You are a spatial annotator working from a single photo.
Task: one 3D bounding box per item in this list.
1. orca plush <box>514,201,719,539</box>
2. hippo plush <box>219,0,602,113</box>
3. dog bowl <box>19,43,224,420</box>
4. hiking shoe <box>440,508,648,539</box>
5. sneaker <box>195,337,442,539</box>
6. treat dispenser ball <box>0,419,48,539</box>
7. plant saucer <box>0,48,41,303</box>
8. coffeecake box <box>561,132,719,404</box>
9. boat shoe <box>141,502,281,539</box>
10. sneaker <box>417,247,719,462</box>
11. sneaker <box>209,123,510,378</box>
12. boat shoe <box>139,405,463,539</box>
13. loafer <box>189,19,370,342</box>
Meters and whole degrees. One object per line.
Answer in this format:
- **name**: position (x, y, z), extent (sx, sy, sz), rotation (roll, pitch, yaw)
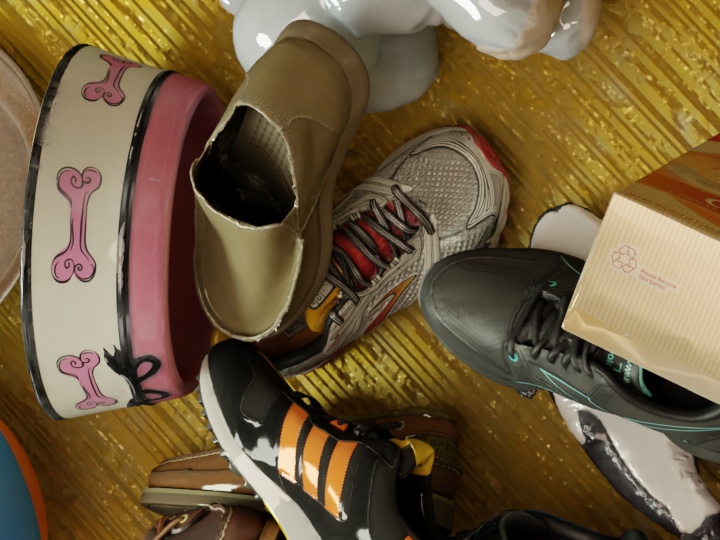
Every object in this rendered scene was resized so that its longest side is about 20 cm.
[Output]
- **orca plush**: position (0.147, 0.062, 1.401), extent (0.105, 0.071, 0.200), rotation (-39, 73, 0)
- **hippo plush**: position (0.015, -0.130, 1.353), extent (0.161, 0.200, 0.159), rotation (-50, 59, 31)
- **dog bowl**: position (-0.119, -0.018, 1.426), extent (0.074, 0.200, 0.200), rotation (4, 103, 8)
- **hiking shoe**: position (0.067, 0.152, 1.388), extent (0.200, 0.074, 0.087), rotation (5, 128, 19)
- **sneaker**: position (-0.005, 0.101, 1.370), extent (0.090, 0.070, 0.200), rotation (-40, 61, 16)
- **treat dispenser ball**: position (-0.277, 0.152, 1.518), extent (0.201, 0.201, 0.201), rotation (5, 103, 22)
- **plant saucer**: position (-0.256, -0.041, 1.529), extent (0.200, 0.037, 0.201), rotation (-6, 75, 21)
- **coffeecake box**: position (0.204, 0.008, 1.287), extent (0.153, 0.200, 0.073), rotation (26, 109, 15)
- **boat shoe**: position (-0.087, 0.162, 1.450), extent (0.070, 0.200, 0.070), rotation (26, 71, -1)
- **sneaker**: position (0.120, 0.032, 1.335), extent (0.200, 0.079, 0.076), rotation (20, 83, 17)
- **sneaker**: position (0.000, 0.000, 1.435), extent (0.200, 0.082, 0.078), rotation (-42, 84, 24)
- **boat shoe**: position (-0.030, 0.110, 1.487), extent (0.200, 0.072, 0.068), rotation (-1, 71, 30)
- **loafer**: position (-0.053, -0.037, 1.344), extent (0.076, 0.067, 0.200), rotation (35, 135, 22)
